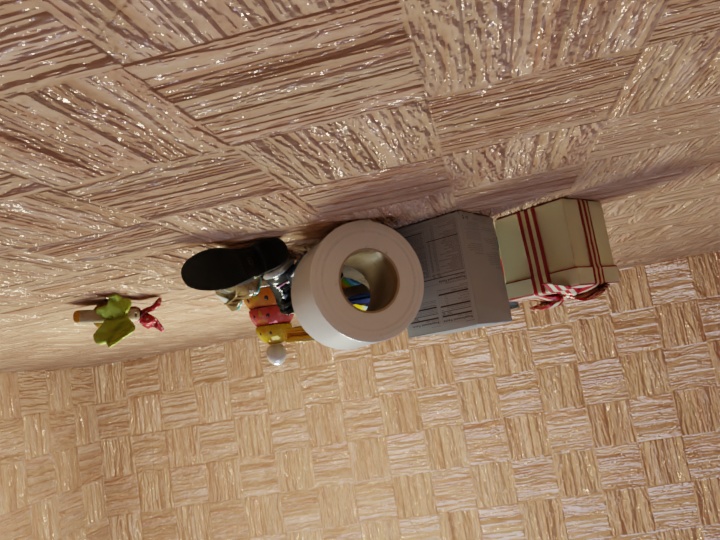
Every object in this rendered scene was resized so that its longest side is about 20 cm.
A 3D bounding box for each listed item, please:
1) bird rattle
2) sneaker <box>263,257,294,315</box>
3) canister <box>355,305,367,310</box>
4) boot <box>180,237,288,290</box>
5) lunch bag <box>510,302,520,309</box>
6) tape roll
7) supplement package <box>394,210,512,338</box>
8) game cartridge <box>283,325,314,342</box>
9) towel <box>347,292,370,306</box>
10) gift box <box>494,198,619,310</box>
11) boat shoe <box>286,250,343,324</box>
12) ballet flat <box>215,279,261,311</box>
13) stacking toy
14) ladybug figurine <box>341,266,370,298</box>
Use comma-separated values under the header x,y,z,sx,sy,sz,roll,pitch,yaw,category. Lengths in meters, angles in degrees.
x,y,z,sx,sy,sz,roll,pitch,yaw,category
-0.541,0.094,1.504,0.161,0.114,0.200,1,-172,11,bird rattle
-0.147,0.036,1.361,0.070,0.100,0.200,-27,178,-9,sneaker
0.084,0.038,1.506,0.147,0.088,0.199,-2,170,-34,canister
-0.223,0.004,1.178,0.198,0.070,0.174,-14,174,-24,boot
0.274,0.033,1.660,0.197,0.172,0.127,-7,174,-11,lunch bag
-0.008,0.029,1.153,0.200,0.206,0.139,-7,172,-21,tape roll
0.170,0.011,1.255,0.149,0.203,0.151,-15,170,34,supplement package
-0.031,0.116,1.398,0.174,0.033,0.199,-8,-179,33,game cartridge
0.082,0.068,1.370,0.143,0.024,0.199,-11,163,35,towel
0.367,-0.024,1.305,0.198,0.189,0.184,-5,170,-39,gift box
-0.105,0.032,1.304,0.075,0.092,0.200,-55,-177,-36,boat shoe
-0.278,0.043,1.478,0.072,0.069,0.200,16,163,-21,ballet flat
-0.204,0.122,1.594,0.144,0.203,0.146,-10,172,-1,stacking toy
-0.022,0.000,1.337,0.135,0.073,0.199,29,154,-31,ladybug figurine
